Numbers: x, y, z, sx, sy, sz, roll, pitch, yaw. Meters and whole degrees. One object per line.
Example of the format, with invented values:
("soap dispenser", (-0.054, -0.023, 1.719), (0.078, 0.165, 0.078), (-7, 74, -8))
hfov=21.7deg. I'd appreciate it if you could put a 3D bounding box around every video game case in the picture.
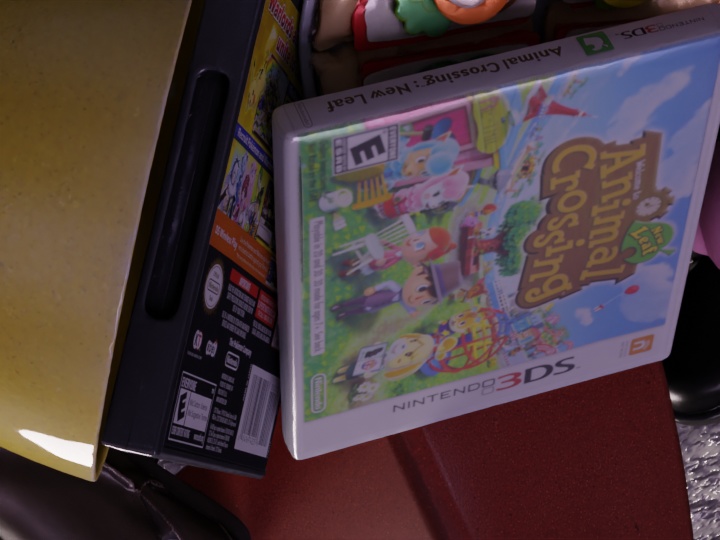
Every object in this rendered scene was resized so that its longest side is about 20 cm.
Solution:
("video game case", (-0.047, -0.012, 0.742), (0.025, 0.182, 0.200), (12, 173, 9))
("video game case", (0.054, -0.009, 0.762), (0.181, 0.022, 0.200), (-15, 140, -13))

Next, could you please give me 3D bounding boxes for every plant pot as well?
("plant pot", (-0.145, -0.035, 0.699), (0.141, 0.201, 0.200), (13, 134, -4))
("plant pot", (0.051, 0.134, 0.946), (0.199, 0.177, 0.200), (-9, 159, -40))

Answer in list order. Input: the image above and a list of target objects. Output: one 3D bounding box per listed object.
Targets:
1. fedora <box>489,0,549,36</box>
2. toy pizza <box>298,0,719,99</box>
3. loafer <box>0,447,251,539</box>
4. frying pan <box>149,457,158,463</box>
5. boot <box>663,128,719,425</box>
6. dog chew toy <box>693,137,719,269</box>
("fedora", (0.087, -0.101, 0.831), (0.176, 0.090, 0.200), (5, 125, -40))
("toy pizza", (0.074, -0.097, 0.730), (0.199, 0.032, 0.201), (-11, 129, -14))
("loafer", (-0.121, 0.114, 0.855), (0.200, 0.071, 0.073), (31, 108, -32))
("frying pan", (-0.137, 0.119, 0.956), (0.115, 0.031, 0.190), (-38, 151, -24))
("boot", (0.205, -0.014, 1.018), (0.211, 0.079, 0.158), (-51, 147, 10))
("dog chew toy", (0.245, -0.042, 0.851), (0.199, 0.125, 0.125), (-13, 146, 13))
